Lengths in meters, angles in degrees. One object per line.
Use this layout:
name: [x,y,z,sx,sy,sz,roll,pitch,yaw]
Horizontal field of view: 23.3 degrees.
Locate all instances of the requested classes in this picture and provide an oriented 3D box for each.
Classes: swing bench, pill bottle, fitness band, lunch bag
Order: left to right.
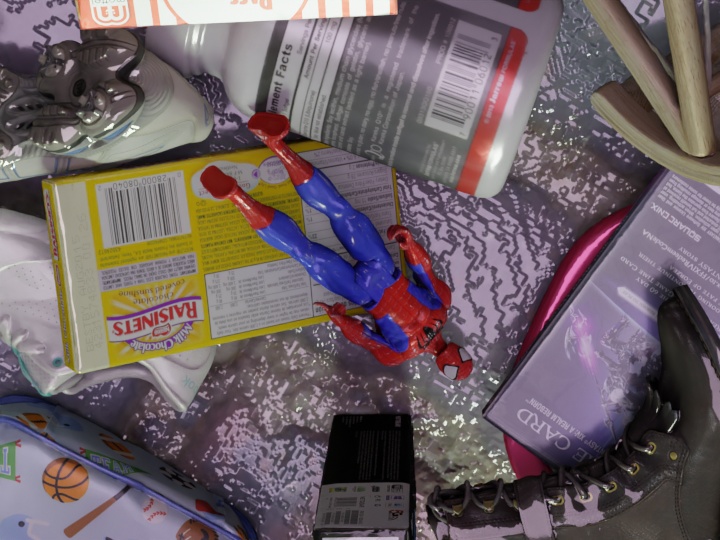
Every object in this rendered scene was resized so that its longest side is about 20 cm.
lunch bag: [-0.169,0.173,0.994,0.199,0.076,0.161,29,96,-6]
pill bottle: [-0.003,-0.122,0.919,0.199,0.116,0.116,20,100,3]
fitness band: [0.163,0.059,0.998,0.143,0.037,0.201,22,99,-4]
swing bench: [0.202,-0.168,0.870,0.199,0.130,0.201,-31,104,-28]

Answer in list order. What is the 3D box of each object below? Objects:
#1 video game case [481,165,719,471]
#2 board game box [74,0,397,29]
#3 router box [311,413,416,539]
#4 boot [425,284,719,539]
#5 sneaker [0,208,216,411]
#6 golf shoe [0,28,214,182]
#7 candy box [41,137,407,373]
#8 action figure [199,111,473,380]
video game case: [0.182,0.042,0.969,0.143,0.019,0.200,35,100,-3]
board game box: [-0.060,-0.200,0.869,0.151,0.201,0.046,-2,134,1]
router box: [0.005,0.174,0.936,0.051,0.200,0.150,0,102,2]
boot: [0.121,0.116,0.941,0.173,0.069,0.201,-9,101,3]
sneaker: [-0.177,0.024,0.956,0.199,0.075,0.089,14,67,-3]
golf shoe: [-0.168,-0.073,0.938,0.199,0.097,0.079,-3,75,37]
candy box: [-0.068,-0.014,0.945,0.199,0.026,0.103,-11,104,-26]
action figure: [0.000,0.000,0.938,0.066,0.052,0.200,-52,127,-8]
